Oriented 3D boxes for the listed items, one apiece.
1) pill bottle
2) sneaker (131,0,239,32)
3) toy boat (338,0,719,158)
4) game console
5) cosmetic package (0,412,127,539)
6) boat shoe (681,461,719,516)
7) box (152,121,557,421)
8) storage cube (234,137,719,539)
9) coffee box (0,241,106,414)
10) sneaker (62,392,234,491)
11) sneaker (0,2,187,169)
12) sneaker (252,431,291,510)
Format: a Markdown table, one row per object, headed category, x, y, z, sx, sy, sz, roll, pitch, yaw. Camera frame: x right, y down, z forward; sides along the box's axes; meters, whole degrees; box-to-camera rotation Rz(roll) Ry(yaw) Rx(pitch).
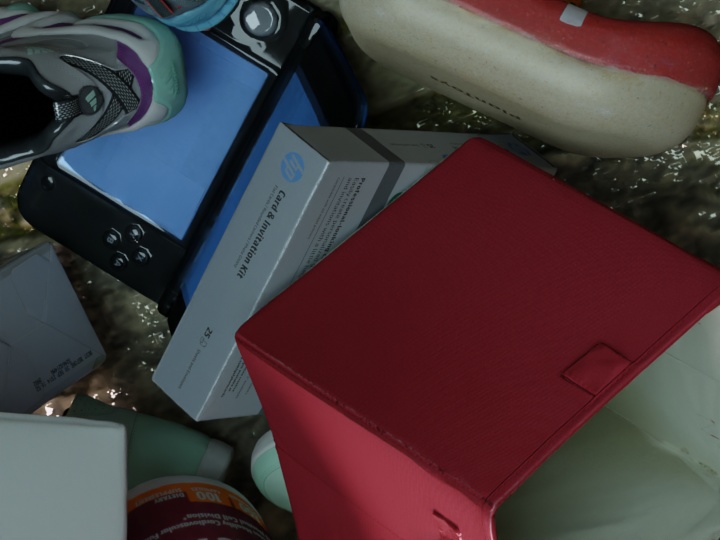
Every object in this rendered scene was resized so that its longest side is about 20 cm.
| category | x | y | z | sx | sy | sz | roll | pitch | yaw |
| --- | --- | --- | --- | --- | --- | --- | --- | --- | --- |
| pill bottle | -0.079 | 0.202 | 1.256 | 0.114 | 0.200 | 0.114 | -7 | 115 | -16 |
| sneaker | -0.117 | -0.226 | 1.236 | 0.079 | 0.095 | 0.200 | -25 | 76 | 23 |
| toy boat | 0.095 | -0.142 | 1.217 | 0.200 | 0.131 | 0.131 | 25 | 87 | 7 |
| game console | -0.096 | -0.059 | 1.285 | 0.170 | 0.118 | 0.200 | 31 | 111 | 5 |
| cosmetic package | -0.216 | 0.189 | 1.221 | 0.166 | 0.167 | 0.201 | 5 | 69 | -17 |
| boat shoe | 0.225 | 0.185 | 1.262 | 0.068 | 0.075 | 0.200 | -21 | 101 | -3 |
| box | 0.000 | 0.000 | 1.234 | 0.041 | 0.200 | 0.156 | 40 | 114 | 29 |
| storage cube | 0.071 | 0.075 | 1.163 | 0.180 | 0.200 | 0.171 | 32 | 151 | 37 |
| coffee box | -0.261 | 0.064 | 1.349 | 0.200 | 0.113 | 0.080 | -21 | 99 | 31 |
| sneaker | -0.165 | 0.167 | 1.390 | 0.118 | 0.074 | 0.201 | 25 | 101 | 0 |
| sneaker | -0.205 | -0.096 | 1.268 | 0.200 | 0.140 | 0.078 | -2 | 105 | 41 |
| sneaker | 0.008 | 0.150 | 1.290 | 0.200 | 0.118 | 0.074 | 10 | 140 | 28 |
